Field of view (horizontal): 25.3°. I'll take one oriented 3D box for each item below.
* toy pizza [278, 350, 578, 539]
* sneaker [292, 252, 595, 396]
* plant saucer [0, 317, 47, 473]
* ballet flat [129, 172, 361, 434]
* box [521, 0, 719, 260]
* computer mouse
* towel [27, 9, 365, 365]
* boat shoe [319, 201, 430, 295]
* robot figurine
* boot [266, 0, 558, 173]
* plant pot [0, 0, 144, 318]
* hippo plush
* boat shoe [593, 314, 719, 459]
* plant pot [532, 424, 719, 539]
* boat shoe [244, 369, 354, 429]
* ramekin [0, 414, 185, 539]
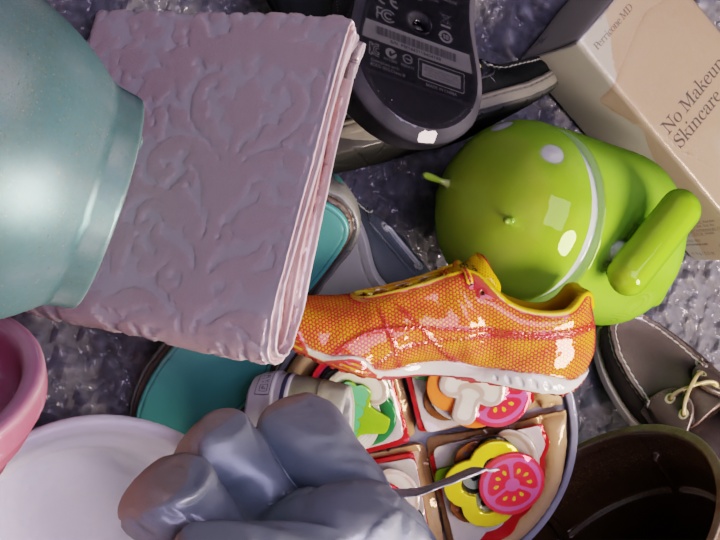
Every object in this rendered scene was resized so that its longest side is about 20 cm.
[{"bbox_3d":[0.037,0.108,0.993,0.198,0.032,0.202,0,107,-2],"label":"toy pizza"},{"bbox_3d":[0.038,0.025,0.930,0.198,0.073,0.078,3,99,-12],"label":"sneaker"},{"bbox_3d":[-0.259,0.082,0.828,0.199,0.200,0.051,-16,119,-23],"label":"plant saucer"},{"bbox_3d":[-0.068,0.024,0.971,0.067,0.064,0.200,35,105,-15],"label":"ballet flat"},{"bbox_3d":[0.214,-0.109,1.096,0.200,0.078,0.095,45,73,-17],"label":"box"},{"bbox_3d":[0.029,-0.143,0.948,0.137,0.053,0.201,21,52,-17],"label":"computer mouse"},{"bbox_3d":[-0.099,-0.053,0.904,0.032,0.199,0.193,27,75,-53],"label":"towel"},{"bbox_3d":[0.000,0.000,1.020,0.200,0.073,0.062,49,28,-8],"label":"boat shoe"},{"bbox_3d":[0.128,-0.029,1.018,0.199,0.175,0.117,12,103,-45],"label":"robot figurine"},{"bbox_3d":[0.028,-0.155,1.017,0.202,0.073,0.155,-19,84,-38],"label":"boot"},{"bbox_3d":[-0.193,-0.055,0.841,0.133,0.200,0.202,19,81,-17],"label":"plant pot"},{"bbox_3d":[-0.030,0.172,0.865,0.198,0.160,0.162,-2,121,-10],"label":"hippo plush"},{"bbox_3d":[0.231,0.102,1.069,0.072,0.060,0.201,-31,72,-16],"label":"boat shoe"},{"bbox_3d":[0.194,0.238,1.028,0.201,0.200,0.199,-48,114,-17],"label":"plant pot"},{"bbox_3d":[-0.031,0.157,0.959,0.061,0.072,0.202,3,112,17],"label":"boat shoe"},{"bbox_3d":[-0.159,0.180,0.914,0.199,0.098,0.203,0,89,-24],"label":"ramekin"}]
